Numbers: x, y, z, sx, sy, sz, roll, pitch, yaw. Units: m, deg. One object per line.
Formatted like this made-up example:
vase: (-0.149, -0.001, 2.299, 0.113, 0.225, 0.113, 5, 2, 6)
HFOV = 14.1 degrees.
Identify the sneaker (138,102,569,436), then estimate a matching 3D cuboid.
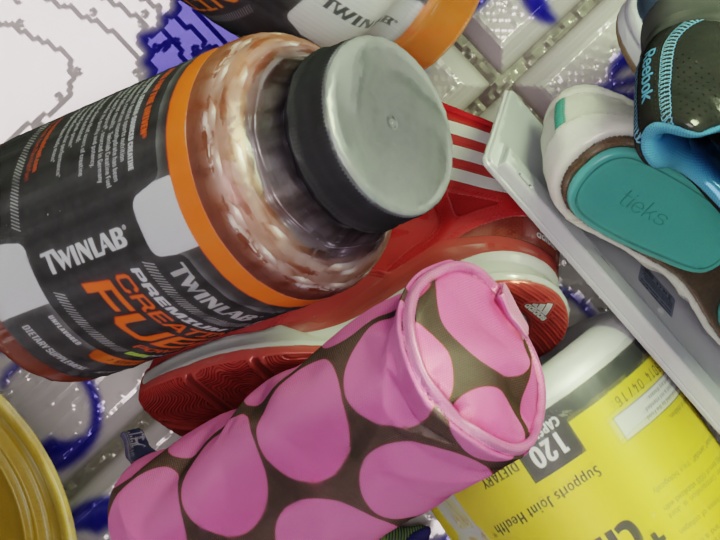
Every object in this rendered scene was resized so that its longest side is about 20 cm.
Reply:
sneaker: (0.000, 0.000, 1.199, 0.200, 0.078, 0.116, -16, 50, 27)

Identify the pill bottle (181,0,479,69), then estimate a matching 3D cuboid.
pill bottle: (-0.044, -0.150, 1.129, 0.200, 0.106, 0.106, 31, 99, -31)

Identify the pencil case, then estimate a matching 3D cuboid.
pencil case: (-0.012, 0.067, 1.122, 0.200, 0.094, 0.091, -31, 91, 41)

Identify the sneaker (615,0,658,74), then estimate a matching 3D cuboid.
sneaker: (0.207, -0.080, 1.141, 0.200, 0.070, 0.109, 30, 131, -5)

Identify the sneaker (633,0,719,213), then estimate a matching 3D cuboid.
sneaker: (0.180, -0.022, 1.097, 0.200, 0.082, 0.073, 33, 133, -12)

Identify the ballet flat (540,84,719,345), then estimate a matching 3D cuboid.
ballet flat: (0.145, -0.016, 1.165, 0.200, 0.069, 0.069, 34, 100, -34)

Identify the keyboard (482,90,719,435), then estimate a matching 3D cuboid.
keyboard: (0.116, 0.013, 1.161, 0.011, 0.056, 0.200, -33, 110, 24)

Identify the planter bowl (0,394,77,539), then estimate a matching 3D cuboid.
planter bowl: (-0.209, 0.116, 1.212, 0.200, 0.083, 0.201, 0, 96, 4)

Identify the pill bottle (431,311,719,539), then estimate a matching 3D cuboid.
pill bottle: (0.114, 0.125, 1.171, 0.112, 0.112, 0.200, -34, 92, 8)

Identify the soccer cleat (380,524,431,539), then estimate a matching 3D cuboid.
soccer cleat: (0.036, 0.189, 1.176, 0.084, 0.065, 0.200, -17, 63, -19)

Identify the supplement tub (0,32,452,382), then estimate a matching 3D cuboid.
supplement tub: (-0.060, -0.028, 1.130, 0.200, 0.107, 0.107, -20, 95, 40)
